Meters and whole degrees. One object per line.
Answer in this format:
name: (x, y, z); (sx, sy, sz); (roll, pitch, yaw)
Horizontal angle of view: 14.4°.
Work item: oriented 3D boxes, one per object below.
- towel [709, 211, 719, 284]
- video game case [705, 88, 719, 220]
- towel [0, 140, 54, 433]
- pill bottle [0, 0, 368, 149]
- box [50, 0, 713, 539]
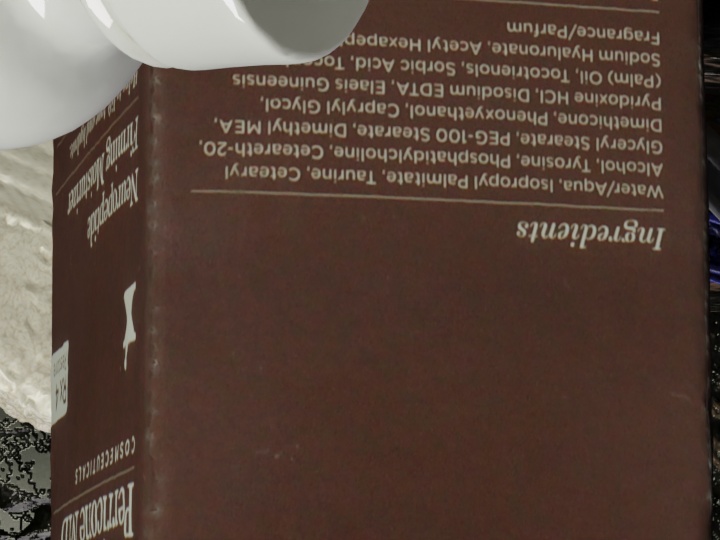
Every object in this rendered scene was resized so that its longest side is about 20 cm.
towel: (0.060, -0.048, 1.070); (0.147, 0.050, 0.200); (13, -172, -19)
video game case: (0.210, -0.009, 0.944); (0.199, 0.024, 0.182); (8, -160, -19)
towel: (-0.075, -0.005, 0.933); (0.199, 0.133, 0.034); (27, 164, -6)
pill bottle: (-0.100, -0.077, 0.522); (0.199, 0.112, 0.111); (1, 176, 25)
box: (0.000, 0.000, 0.845); (0.163, 0.201, 0.166); (3, 169, -15)
